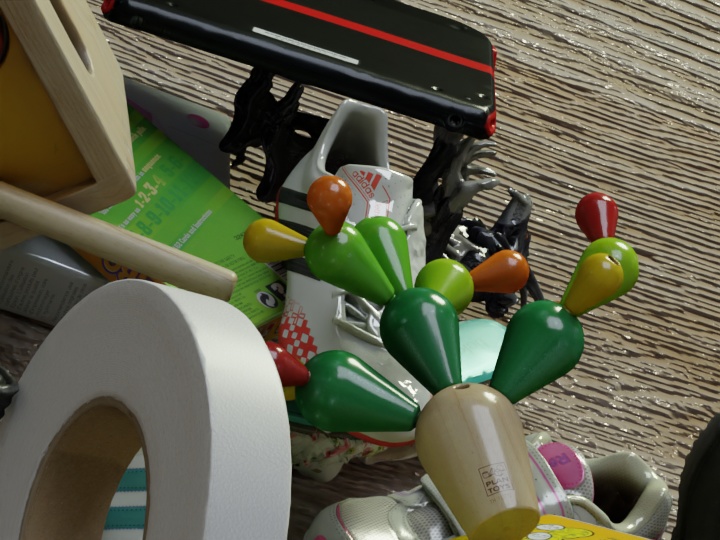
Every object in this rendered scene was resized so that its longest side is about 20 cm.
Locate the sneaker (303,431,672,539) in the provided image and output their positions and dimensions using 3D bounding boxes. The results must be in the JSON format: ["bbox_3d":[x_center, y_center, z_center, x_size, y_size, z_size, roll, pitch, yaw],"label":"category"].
[{"bbox_3d":[0.061,0.114,1.311,0.200,0.088,0.081,-2,41,-40],"label":"sneaker"}]

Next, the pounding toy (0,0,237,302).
[{"bbox_3d":[-0.179,-0.067,1.261,0.184,0.200,0.142,-21,36,7],"label":"pounding toy"}]

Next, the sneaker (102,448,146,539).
[{"bbox_3d":[-0.079,0.096,1.220,0.070,0.094,0.200,-4,42,-42],"label":"sneaker"}]

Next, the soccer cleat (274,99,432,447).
[{"bbox_3d":[0.000,0.000,1.316,0.068,0.085,0.200,14,33,-18],"label":"soccer cleat"}]

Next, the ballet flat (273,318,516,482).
[{"bbox_3d":[0.002,0.068,1.358,0.200,0.064,0.076,-5,42,-40],"label":"ballet flat"}]

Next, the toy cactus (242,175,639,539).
[{"bbox_3d":[0.038,0.035,1.206,0.199,0.102,0.165,-7,54,-22],"label":"toy cactus"}]

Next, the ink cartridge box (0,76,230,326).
[{"bbox_3d":[-0.161,-0.048,1.430,0.199,0.043,0.197,20,31,-16],"label":"ink cartridge box"}]

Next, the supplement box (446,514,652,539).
[{"bbox_3d":[0.051,0.174,1.153,0.109,0.109,0.200,12,14,42],"label":"supplement box"}]

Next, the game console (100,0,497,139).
[{"bbox_3d":[-0.026,-0.117,1.452,0.199,0.031,0.177,17,18,-2],"label":"game console"}]

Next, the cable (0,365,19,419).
[{"bbox_3d":[-0.224,-0.007,1.154,0.200,0.050,0.097,27,1,19],"label":"cable"}]

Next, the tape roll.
[{"bbox_3d":[-0.093,0.104,1.091,0.037,0.203,0.203,14,32,-30],"label":"tape roll"}]

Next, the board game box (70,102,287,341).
[{"bbox_3d":[-0.112,-0.036,1.383,0.200,0.030,0.095,42,34,15],"label":"board game box"}]

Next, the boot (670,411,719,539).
[{"bbox_3d":[0.176,0.173,1.242,0.065,0.165,0.200,9,33,-10],"label":"boot"}]

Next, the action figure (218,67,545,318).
[{"bbox_3d":[0.033,-0.043,1.494,0.200,0.102,0.119,29,10,-24],"label":"action figure"}]
